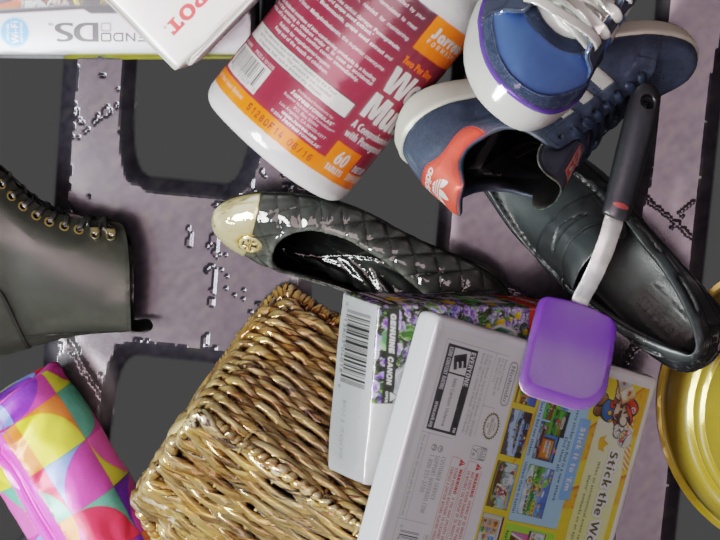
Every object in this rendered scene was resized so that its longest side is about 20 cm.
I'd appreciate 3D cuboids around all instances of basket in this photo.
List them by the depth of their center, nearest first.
[{"bbox_3d":[-0.026,0.139,1.504,0.200,0.149,0.143,34,131,-1],"label":"basket"}]

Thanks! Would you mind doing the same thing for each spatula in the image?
[{"bbox_3d":[0.145,-0.016,1.402,0.056,0.021,0.201,19,87,-15],"label":"spatula"}]

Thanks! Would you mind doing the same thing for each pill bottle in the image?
[{"bbox_3d":[0.006,-0.151,1.438,0.109,0.110,0.200,39,99,-2],"label":"pill bottle"}]

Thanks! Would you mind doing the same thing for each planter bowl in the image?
[{"bbox_3d":[0.286,0.091,1.463,0.199,0.083,0.202,1,97,4],"label":"planter bowl"}]

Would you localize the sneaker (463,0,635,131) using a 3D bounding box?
[{"bbox_3d":[0.141,-0.183,1.352,0.080,0.200,0.147,37,134,-5],"label":"sneaker"}]

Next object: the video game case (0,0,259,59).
[{"bbox_3d":[-0.154,-0.234,1.482,0.180,0.026,0.201,1,98,4],"label":"video game case"}]

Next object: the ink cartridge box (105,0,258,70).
[{"bbox_3d":[-0.124,-0.241,1.423,0.146,0.084,0.200,-44,93,8],"label":"ink cartridge box"}]

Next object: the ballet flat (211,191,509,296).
[{"bbox_3d":[0.000,0.000,1.478,0.199,0.067,0.057,19,57,0],"label":"ballet flat"}]

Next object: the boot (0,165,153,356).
[{"bbox_3d":[-0.211,-0.046,1.494,0.137,0.078,0.201,-6,110,1],"label":"boot"}]

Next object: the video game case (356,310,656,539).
[{"bbox_3d":[0.083,0.141,1.411,0.181,0.023,0.201,17,88,-35],"label":"video game case"}]

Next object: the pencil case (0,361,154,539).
[{"bbox_3d":[-0.181,0.156,1.507,0.088,0.088,0.200,-34,94,8],"label":"pencil case"}]

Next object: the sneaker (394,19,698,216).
[{"bbox_3d":[0.125,-0.085,1.426,0.199,0.075,0.085,-21,54,-11],"label":"sneaker"}]

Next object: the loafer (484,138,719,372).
[{"bbox_3d":[0.146,-0.016,1.453,0.201,0.070,0.068,44,101,12],"label":"loafer"}]

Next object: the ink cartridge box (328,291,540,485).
[{"bbox_3d":[0.081,0.071,1.442,0.199,0.050,0.110,1,98,-29],"label":"ink cartridge box"}]
